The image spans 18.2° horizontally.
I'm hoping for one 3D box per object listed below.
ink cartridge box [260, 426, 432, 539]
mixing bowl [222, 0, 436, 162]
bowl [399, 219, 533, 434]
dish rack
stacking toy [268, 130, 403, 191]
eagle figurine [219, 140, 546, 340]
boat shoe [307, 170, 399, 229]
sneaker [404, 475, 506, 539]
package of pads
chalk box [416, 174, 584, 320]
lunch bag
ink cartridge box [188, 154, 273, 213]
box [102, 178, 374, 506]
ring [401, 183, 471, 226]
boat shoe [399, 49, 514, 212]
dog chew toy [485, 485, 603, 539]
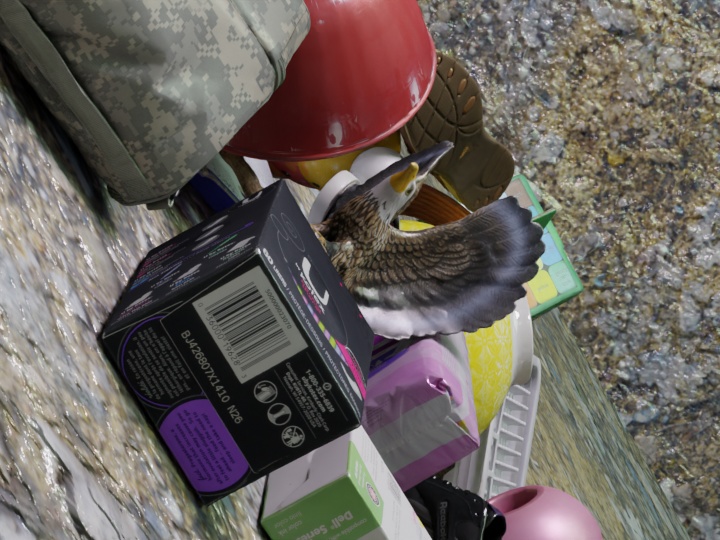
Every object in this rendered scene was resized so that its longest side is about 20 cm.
[{"bbox_3d":[0.018,0.205,1.415,0.200,0.067,0.117,58,9,-12],"label":"ink cartridge box"},{"bbox_3d":[-0.047,-0.181,1.546,0.108,0.200,0.200,89,-15,-48],"label":"mixing bowl"},{"bbox_3d":[0.079,0.055,1.809,0.200,0.108,0.200,176,-90,-82],"label":"bowl"},{"bbox_3d":[0.117,0.152,2.012,0.200,0.044,0.172,31,67,-73],"label":"dish rack"},{"bbox_3d":[-0.016,-0.108,1.792,0.146,0.146,0.200,55,-5,-36],"label":"stacking toy"},{"bbox_3d":[0.012,-0.024,1.570,0.200,0.151,0.152,1,80,-47],"label":"eagle figurine"},{"bbox_3d":[0.000,0.000,1.748,0.060,0.074,0.200,35,-29,21],"label":"boat shoe"},{"bbox_3d":[0.062,0.185,1.655,0.076,0.088,0.200,47,16,-56],"label":"sneaker"},{"bbox_3d":[0.020,0.090,1.606,0.076,0.120,0.200,59,10,-18],"label":"package of pads"},{"bbox_3d":[0.103,0.003,1.987,0.125,0.200,0.124,-23,84,-39],"label":"chalk box"},{"bbox_3d":[-0.147,-0.158,1.380,0.200,0.139,0.168,57,38,-31],"label":"lunch bag"},{"bbox_3d":[-0.114,-0.093,1.670,0.200,0.041,0.200,50,15,-54],"label":"ink cartridge box"},{"bbox_3d":[-0.067,0.037,1.333,0.122,0.106,0.200,60,9,-11],"label":"box"},{"bbox_3d":[0.055,0.005,1.903,0.019,0.200,0.201,-42,108,-40],"label":"ring"},{"bbox_3d":[0.058,-0.116,1.774,0.068,0.072,0.200,35,-10,33],"label":"boat shoe"},{"bbox_3d":[0.153,0.277,1.806,0.125,0.124,0.200,-71,139,-78],"label":"dog chew toy"}]
